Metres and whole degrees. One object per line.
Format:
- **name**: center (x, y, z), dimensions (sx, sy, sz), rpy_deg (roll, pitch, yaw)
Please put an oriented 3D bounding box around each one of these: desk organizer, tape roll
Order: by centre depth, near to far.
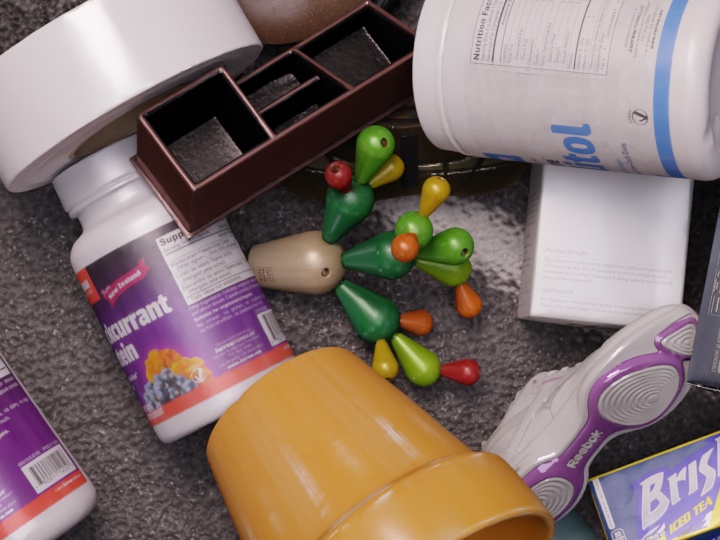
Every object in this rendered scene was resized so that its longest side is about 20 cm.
- **desk organizer**: center (-0.052, -0.112, 1.409), dimensions (0.200, 0.077, 0.072), rpy_deg (-33, 77, -17)
- **tape roll**: center (-0.169, -0.131, 1.424), dimensions (0.202, 0.202, 0.071), rpy_deg (-31, 89, -3)

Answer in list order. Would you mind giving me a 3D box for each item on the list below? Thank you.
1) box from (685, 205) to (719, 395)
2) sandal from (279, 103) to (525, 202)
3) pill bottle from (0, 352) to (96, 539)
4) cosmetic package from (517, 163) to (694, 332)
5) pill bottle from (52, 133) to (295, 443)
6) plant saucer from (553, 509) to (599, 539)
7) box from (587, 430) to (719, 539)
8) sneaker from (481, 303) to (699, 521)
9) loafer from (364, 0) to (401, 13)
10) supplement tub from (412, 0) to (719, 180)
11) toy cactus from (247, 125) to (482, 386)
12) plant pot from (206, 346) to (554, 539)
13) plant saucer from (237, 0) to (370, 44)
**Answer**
- **box**: center (0.283, -0.007, 1.455), dimensions (0.051, 0.158, 0.201), rpy_deg (9, 86, 24)
- **sandal**: center (0.018, -0.094, 1.498), dimensions (0.199, 0.055, 0.082), rpy_deg (-1, 118, -3)
- **pill bottle**: center (-0.279, 0.112, 1.452), dimensions (0.112, 0.112, 0.200), rpy_deg (-35, 89, -3)
- **cosmetic package**: center (0.177, -0.059, 1.494), dimensions (0.113, 0.081, 0.201), rpy_deg (7, 86, -2)
- **pill bottle**: center (-0.133, 0.009, 1.463), dimensions (0.111, 0.111, 0.200), rpy_deg (-27, 88, -3)
- **plant saucer**: center (0.089, 0.247, 1.499), dimensions (0.199, 0.036, 0.201), rpy_deg (0, 87, -3)
- **box**: center (0.265, 0.151, 1.468), dimensions (0.200, 0.064, 0.070), rpy_deg (-22, 60, 8)
- **sneaker**: center (0.152, 0.086, 1.461), dimensions (0.075, 0.100, 0.200), rpy_deg (33, 110, -32)
- **loafer**: center (0.033, -0.278, 1.507), dimensions (0.070, 0.068, 0.201), rpy_deg (21, 82, 7)
- **supplement tub**: center (0.149, -0.132, 1.378), dimensions (0.200, 0.132, 0.132), rpy_deg (7, 87, 27)
- **toy cactus**: center (0.000, 0.000, 1.472), dimensions (0.165, 0.102, 0.200), rpy_deg (-4, 126, 22)
- **plant pot**: center (-0.003, 0.158, 1.405), dimensions (0.200, 0.200, 0.183), rpy_deg (-37, 65, -3)
- **plant saucer**: center (-0.061, -0.261, 1.480), dimensions (0.200, 0.037, 0.201), rpy_deg (-2, 83, 18)
